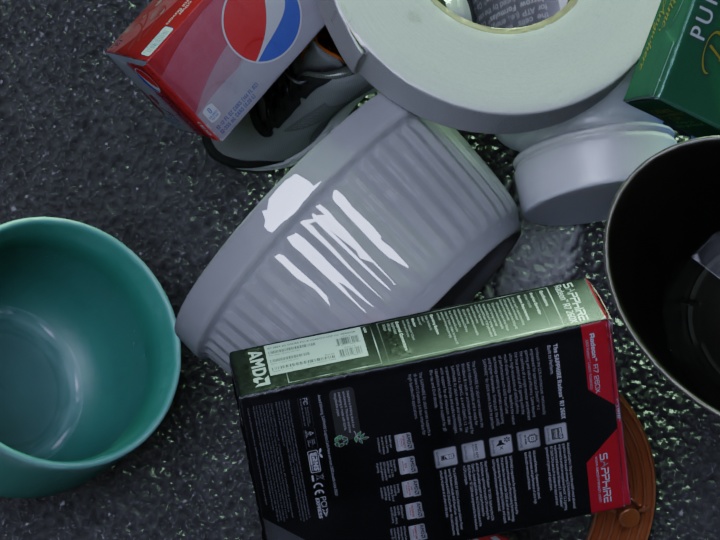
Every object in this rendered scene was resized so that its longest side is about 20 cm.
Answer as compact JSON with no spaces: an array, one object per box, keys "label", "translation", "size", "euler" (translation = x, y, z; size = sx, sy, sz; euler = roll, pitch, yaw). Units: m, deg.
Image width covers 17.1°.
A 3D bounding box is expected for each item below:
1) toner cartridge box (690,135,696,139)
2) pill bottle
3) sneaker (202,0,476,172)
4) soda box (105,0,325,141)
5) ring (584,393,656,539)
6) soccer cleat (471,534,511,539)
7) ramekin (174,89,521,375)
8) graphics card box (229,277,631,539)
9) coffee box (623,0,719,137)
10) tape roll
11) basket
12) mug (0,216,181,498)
[{"label":"toner cartridge box","translation":[0.236,-0.131,1.370],"size":[0.043,0.095,0.201],"euler":[18,85,14]},{"label":"pill bottle","translation":[0.122,-0.135,1.386],"size":[0.113,0.113,0.201],"euler":[-11,77,10]},{"label":"sneaker","translation":[-0.027,-0.120,1.412],"size":[0.200,0.079,0.074],"euler":[-28,68,37]},{"label":"soda box","translation":[-0.048,-0.169,1.353],"size":[0.200,0.063,0.070],"euler":[-50,117,-11]},{"label":"ring","translation":[0.070,0.135,1.337],"size":[0.200,0.019,0.201],"euler":[-3,112,-7]},{"label":"soccer cleat","translation":[0.095,0.194,1.308],"size":[0.199,0.085,0.069],"euler":[19,108,-15]},{"label":"ramekin","translation":[0.000,0.000,1.351],"size":[0.105,0.200,0.200],"euler":[44,91,7]},{"label":"graphics card box","translation":[0.038,0.085,1.268],"size":[0.199,0.126,0.051],"euler":[-13,32,-5]},{"label":"coffee box","translation":[0.251,-0.109,1.299],"size":[0.200,0.044,0.123],"euler":[22,84,-19]},{"label":"tape roll","translation":[0.071,-0.173,1.307],"size":[0.202,0.037,0.204],"euler":[2,75,-9]},{"label":"basket","translation":[0.222,0.023,1.289],"size":[0.180,0.200,0.136],"euler":[39,90,15]},{"label":"mug","translation":[-0.210,0.054,1.399],"size":[0.185,0.114,0.153],"euler":[13,67,-24]}]
